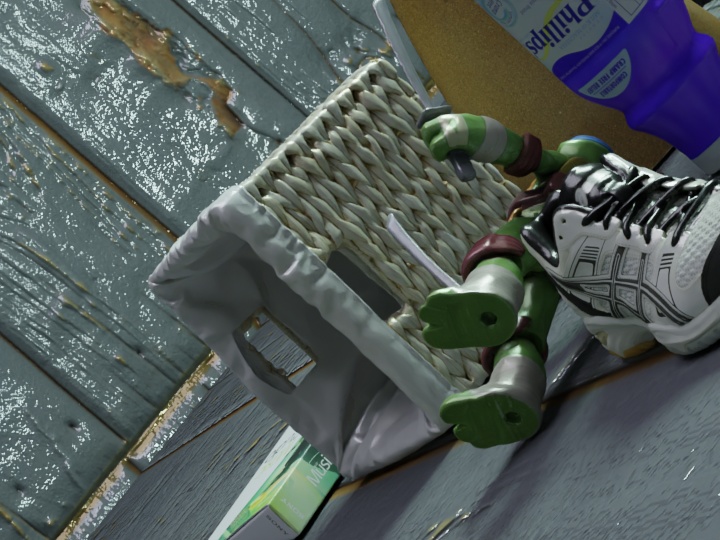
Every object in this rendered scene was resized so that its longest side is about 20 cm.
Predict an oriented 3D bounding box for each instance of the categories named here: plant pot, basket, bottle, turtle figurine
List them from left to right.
[{"bbox_3d":[0.000,0.000,1.348,0.161,0.198,0.200,-48,4,-22],"label":"basket"},{"bbox_3d":[0.056,-0.009,1.136,0.195,0.198,0.145,-68,3,-50],"label":"turtle figurine"},{"bbox_3d":[0.122,-0.152,1.410,0.187,0.200,0.186,-47,5,5],"label":"plant pot"},{"bbox_3d":[0.134,-0.135,1.159,0.065,0.200,0.083,-51,7,-35],"label":"bottle"}]

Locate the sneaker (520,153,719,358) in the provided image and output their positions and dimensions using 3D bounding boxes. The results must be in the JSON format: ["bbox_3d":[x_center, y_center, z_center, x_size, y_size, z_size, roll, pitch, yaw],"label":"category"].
[{"bbox_3d":[0.128,-0.013,0.956,0.076,0.088,0.200,-49,6,-20],"label":"sneaker"}]

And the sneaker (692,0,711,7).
[{"bbox_3d":[0.219,-0.223,1.523,0.199,0.071,0.082,-27,28,-6],"label":"sneaker"}]

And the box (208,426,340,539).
[{"bbox_3d":[-0.045,0.146,1.560,0.144,0.036,0.200,-45,8,46],"label":"box"}]
